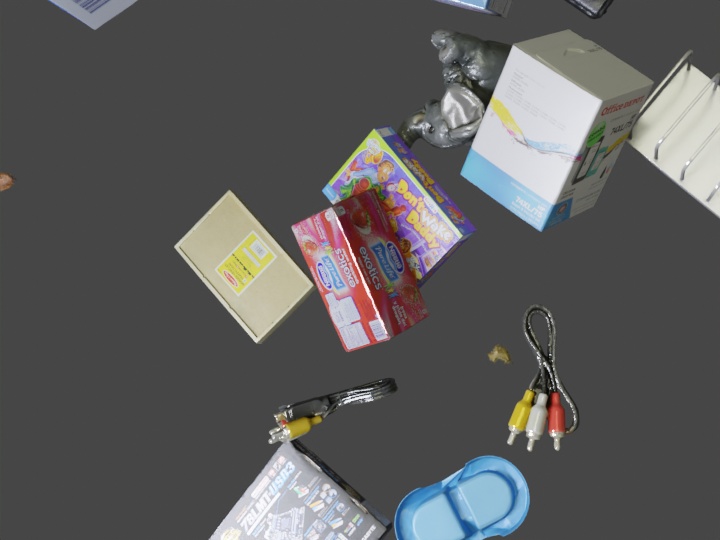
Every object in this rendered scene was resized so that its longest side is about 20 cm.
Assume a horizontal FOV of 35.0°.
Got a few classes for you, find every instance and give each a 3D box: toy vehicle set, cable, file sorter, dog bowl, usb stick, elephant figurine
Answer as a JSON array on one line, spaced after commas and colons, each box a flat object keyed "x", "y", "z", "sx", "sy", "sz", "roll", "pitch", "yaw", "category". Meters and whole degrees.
[{"x": -0.173, "y": -0.006, "z": 1.720, "sx": 0.124, "sy": 0.027, "sz": 0.200, "roll": -43, "pitch": 78, "yaw": 7, "category": "toy vehicle set"}, {"x": -0.042, "y": 0.203, "z": 1.660, "sx": 0.198, "sy": 0.097, "sz": 0.051, "roll": -15, "pitch": 93, "yaw": -8, "category": "cable"}, {"x": 0.474, "y": -0.177, "z": 1.532, "sx": 0.200, "sy": 0.124, "sz": 0.139, "roll": 41, "pitch": 96, "yaw": 12, "category": "file sorter"}, {"x": 0.145, "y": 0.337, "z": 1.609, "sx": 0.199, "sy": 0.050, "sz": 0.112, "roll": -30, "pitch": 80, "yaw": 10, "category": "dog bowl"}, {"x": 0.261, "y": 0.150, "z": 1.587, "sx": 0.096, "sy": 0.050, "sz": 0.202, "roll": 6, "pitch": 87, "yaw": 8, "category": "cable"}, {"x": 0.278, "y": -0.433, "z": 1.643, "sx": 0.200, "sy": 0.033, "sz": 0.056, "roll": 39, "pitch": 96, "yaw": 13, "category": "usb stick"}, {"x": 0.144, "y": -0.231, "z": 1.626, "sx": 0.140, "sy": 0.155, "sz": 0.202, "roll": 9, "pitch": 101, "yaw": -29, "category": "elephant figurine"}]

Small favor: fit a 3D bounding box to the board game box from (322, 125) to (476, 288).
[{"x": 0.053, "y": -0.087, "z": 1.637, "sx": 0.200, "sy": 0.045, "sz": 0.135, "roll": 51, "pitch": 124, "yaw": 12, "category": "board game box"}]

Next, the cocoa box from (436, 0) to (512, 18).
[{"x": 0.120, "y": -0.449, "z": 1.612, "sx": 0.199, "sy": 0.131, "sz": 0.135, "roll": 20, "pitch": 103, "yaw": 18, "category": "cocoa box"}]

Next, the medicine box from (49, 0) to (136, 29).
[{"x": -0.448, "y": -0.498, "z": 1.741, "sx": 0.102, "sy": 0.182, "sz": 0.201, "roll": -32, "pitch": 79, "yaw": 8, "category": "medicine box"}]

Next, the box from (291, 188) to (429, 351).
[{"x": 0.000, "y": 0.000, "z": 1.608, "sx": 0.099, "sy": 0.095, "sz": 0.201, "roll": -21, "pitch": 94, "yaw": 47, "category": "box"}]

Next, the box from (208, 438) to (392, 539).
[{"x": -0.089, "y": 0.382, "z": 1.660, "sx": 0.198, "sy": 0.050, "sz": 0.201, "roll": 39, "pitch": 95, "yaw": 14, "category": "box"}]

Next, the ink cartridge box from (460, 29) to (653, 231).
[{"x": 0.256, "y": -0.187, "z": 1.498, "sx": 0.146, "sy": 0.146, "sz": 0.201, "roll": 38, "pitch": 128, "yaw": 25, "category": "ink cartridge box"}]
